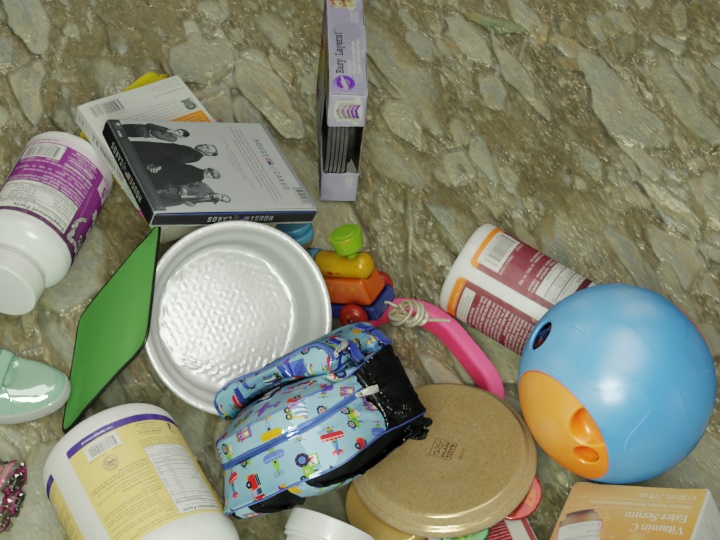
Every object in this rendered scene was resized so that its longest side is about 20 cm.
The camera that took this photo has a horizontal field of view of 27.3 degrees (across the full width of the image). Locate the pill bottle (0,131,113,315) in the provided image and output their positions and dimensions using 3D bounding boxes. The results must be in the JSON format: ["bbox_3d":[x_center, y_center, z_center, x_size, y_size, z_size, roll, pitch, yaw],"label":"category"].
[{"bbox_3d":[-0.360,-0.051,1.654,0.111,0.113,0.201,17,51,4],"label":"pill bottle"}]

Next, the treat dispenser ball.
[{"bbox_3d":[0.259,0.115,1.504,0.199,0.202,0.202,5,51,-6],"label":"treat dispenser ball"}]

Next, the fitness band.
[{"bbox_3d":[0.071,0.114,1.642,0.143,0.038,0.200,-24,60,-26],"label":"fitness band"}]

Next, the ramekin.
[{"bbox_3d":[-0.136,0.051,1.567,0.199,0.098,0.202,0,88,-13],"label":"ramekin"}]

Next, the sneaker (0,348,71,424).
[{"bbox_3d":[-0.398,0.091,1.528,0.199,0.119,0.074,9,49,-4],"label":"sneaker"}]

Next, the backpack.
[{"bbox_3d":[-0.058,0.148,1.410,0.200,0.182,0.135,-25,89,-58],"label":"backpack"}]

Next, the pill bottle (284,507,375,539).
[{"bbox_3d":[-0.060,0.326,1.358,0.112,0.113,0.201,20,74,7],"label":"pill bottle"}]

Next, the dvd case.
[{"bbox_3d":[-0.161,-0.106,1.598,0.199,0.025,0.151,-2,45,-35],"label":"dvd case"}]

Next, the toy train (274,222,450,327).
[{"bbox_3d":[0.000,0.000,1.627,0.199,0.116,0.085,3,34,29],"label":"toy train"}]

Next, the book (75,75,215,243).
[{"bbox_3d":[-0.215,-0.129,1.672,0.133,0.048,0.200,-21,59,-29],"label":"book"}]

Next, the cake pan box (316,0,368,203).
[{"bbox_3d":[-0.023,-0.209,1.793,0.052,0.185,0.201,0,52,-4],"label":"cake pan box"}]

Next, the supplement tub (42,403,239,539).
[{"bbox_3d":[-0.203,0.244,1.419,0.145,0.146,0.200,-21,58,-24],"label":"supplement tub"}]

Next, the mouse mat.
[{"bbox_3d":[-0.258,0.060,1.537,0.007,0.200,0.162,23,46,-26],"label":"mouse mat"}]

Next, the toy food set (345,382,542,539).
[{"bbox_3d":[0.086,0.197,1.510,0.196,0.049,0.201,0,45,8],"label":"toy food set"}]

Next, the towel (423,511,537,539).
[{"bbox_3d":[0.076,0.288,1.453,0.198,0.023,0.144,-15,29,-4],"label":"towel"}]

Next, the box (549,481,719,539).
[{"bbox_3d":[0.255,0.315,1.423,0.151,0.107,0.200,-3,40,36],"label":"box"}]

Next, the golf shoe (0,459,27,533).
[{"bbox_3d":[-0.397,0.258,1.428,0.091,0.073,0.201,12,40,8],"label":"golf shoe"}]

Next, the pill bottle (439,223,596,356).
[{"bbox_3d":[0.199,0.042,1.672,0.199,0.115,0.114,31,53,14],"label":"pill bottle"}]

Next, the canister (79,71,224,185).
[{"bbox_3d":[-0.212,-0.131,1.762,0.199,0.087,0.149,34,54,15],"label":"canister"}]
